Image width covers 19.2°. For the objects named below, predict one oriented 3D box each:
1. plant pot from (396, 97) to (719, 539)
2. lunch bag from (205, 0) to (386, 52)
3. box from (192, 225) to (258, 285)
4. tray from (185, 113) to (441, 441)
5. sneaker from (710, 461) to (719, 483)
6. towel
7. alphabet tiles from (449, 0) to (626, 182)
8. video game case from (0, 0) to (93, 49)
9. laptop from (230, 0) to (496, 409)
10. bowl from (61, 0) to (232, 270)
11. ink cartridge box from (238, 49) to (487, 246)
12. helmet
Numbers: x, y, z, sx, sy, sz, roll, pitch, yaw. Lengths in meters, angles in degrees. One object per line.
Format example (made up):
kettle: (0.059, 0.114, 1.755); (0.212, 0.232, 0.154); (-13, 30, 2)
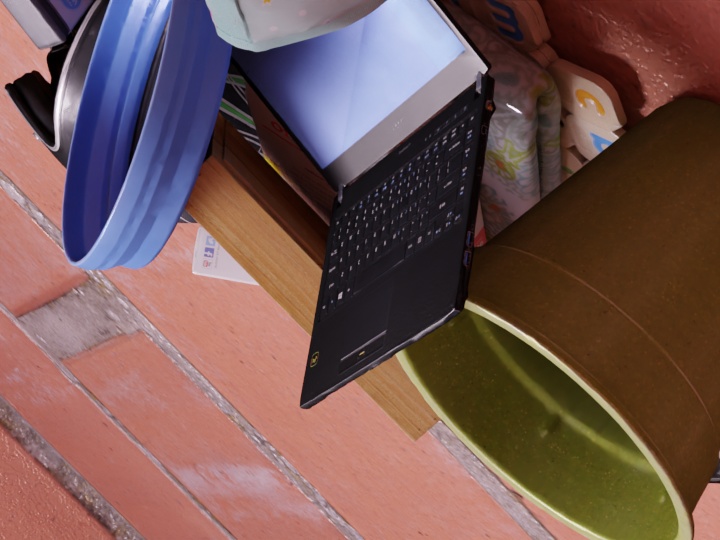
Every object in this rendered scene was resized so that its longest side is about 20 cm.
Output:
plant pot: (0.146, 0.014, 1.113); (0.200, 0.190, 0.200); (37, 160, 15)
lunch bag: (-0.014, -0.211, 0.937); (0.122, 0.200, 0.171); (34, 160, 23)
box: (0.000, 0.000, 1.398); (0.199, 0.036, 0.144); (11, -177, 5)
tray: (-0.026, 0.001, 1.215); (0.200, 0.037, 0.099); (47, -169, -16)
sneaker: (0.246, 0.118, 1.323); (0.087, 0.076, 0.200); (39, 162, -6)
towel: (0.046, -0.099, 1.256); (0.171, 0.048, 0.200); (34, 160, 22)
alphabet tiles: (0.091, -0.102, 1.245); (0.195, 0.015, 0.200); (30, 157, 40)
video game case: (-0.196, -0.261, 1.235); (0.025, 0.181, 0.200); (-10, 128, 39)
laptop: (-0.018, -0.057, 1.070); (0.103, 0.201, 0.177); (18, 155, -20)
bowl: (-0.115, -0.095, 1.159); (0.039, 0.201, 0.201); (15, 169, -19)
ink cartridge box: (0.004, -0.065, 1.234); (0.116, 0.068, 0.200); (33, 159, 25)
helmet: (-0.117, -0.123, 1.353); (0.191, 0.200, 0.200); (31, 160, 52)
